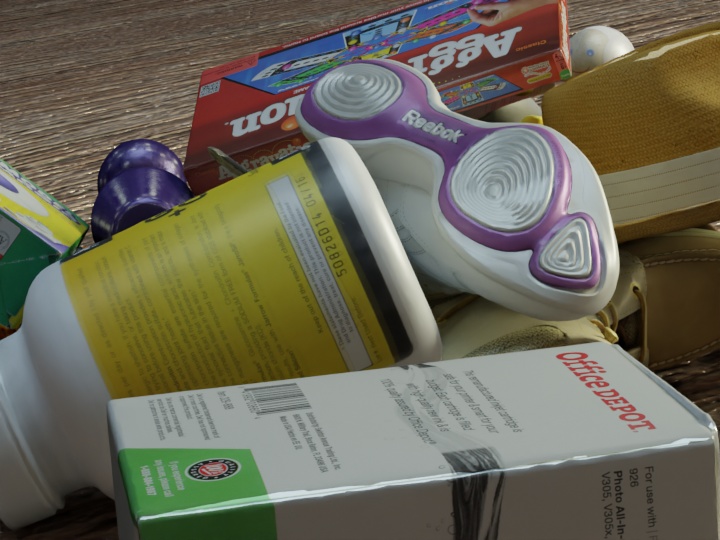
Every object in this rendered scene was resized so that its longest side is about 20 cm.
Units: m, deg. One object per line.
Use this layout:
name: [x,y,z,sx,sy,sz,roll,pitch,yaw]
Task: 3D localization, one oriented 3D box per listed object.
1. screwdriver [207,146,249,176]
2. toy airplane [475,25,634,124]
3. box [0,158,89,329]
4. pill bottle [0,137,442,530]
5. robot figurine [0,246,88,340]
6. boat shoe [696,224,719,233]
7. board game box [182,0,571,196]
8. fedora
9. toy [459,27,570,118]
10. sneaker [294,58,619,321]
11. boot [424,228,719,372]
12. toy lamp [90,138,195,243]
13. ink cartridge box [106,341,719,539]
screwdriver: [0.000,0.000,1.153,0.199,0.029,0.028,31,-21,-30]
toy airplane: [0.150,-0.074,1.419,0.198,0.142,0.199,-3,13,-2]
box: [-0.189,-0.031,1.152,0.117,0.048,0.200,36,1,-5]
pill bottle: [-0.073,0.032,1.032,0.199,0.113,0.112,-25,14,-2]
robot figurine: [-0.132,0.024,1.285,0.144,0.059,0.200,-14,14,-33]
boat shoe: [0.099,0.014,1.250,0.199,0.072,0.065,1,-22,25]
board game box: [0.009,-0.099,1.224,0.199,0.020,0.103,-17,32,13]
fedora: [0.150,-0.068,1.143,0.199,0.082,0.201,-16,7,2]
toy: [0.011,-0.091,1.302,0.199,0.047,0.115,-19,-11,-4]
sneaker: [0.052,-0.024,1.091,0.075,0.100,0.200,-35,43,-16]
boot: [0.109,0.036,1.100,0.199,0.073,0.155,-9,12,-10]
toy lamp: [-0.112,-0.032,1.270,0.058,0.059,0.200,-6,9,-3]
ink cartridge box: [0.016,0.090,0.863,0.199,0.085,0.146,-7,12,-8]
